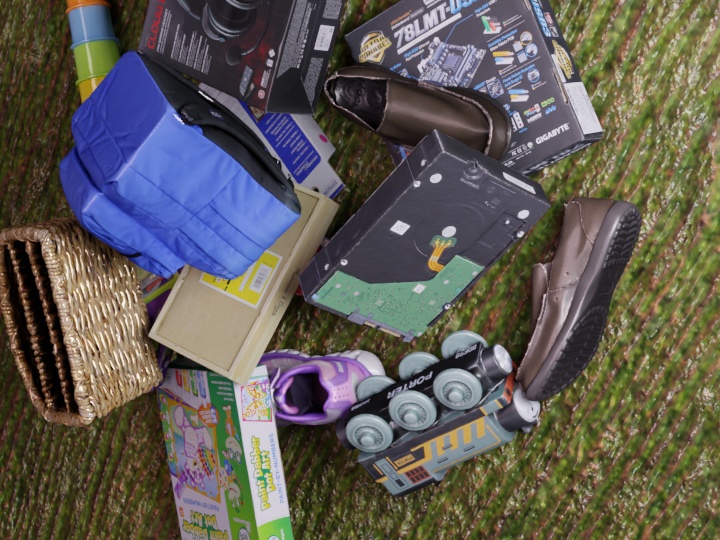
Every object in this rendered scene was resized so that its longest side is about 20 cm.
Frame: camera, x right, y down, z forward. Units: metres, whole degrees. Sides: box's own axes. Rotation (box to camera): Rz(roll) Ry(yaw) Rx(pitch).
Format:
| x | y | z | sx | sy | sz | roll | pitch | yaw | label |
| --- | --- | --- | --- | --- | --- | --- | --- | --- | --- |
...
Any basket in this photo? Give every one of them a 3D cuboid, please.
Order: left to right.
| x | y | z | sx | sy | sz | roll | pitch | yaw | label |
| --- | --- | --- | --- | --- | --- | --- | --- | --- | --- |
| -0.309 | 0.049 | 1.563 | 0.142 | 0.149 | 0.202 | -8 | 99 | 25 | basket |

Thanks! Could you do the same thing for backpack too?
| x | y | z | sx | sy | sz | roll | pitch | yaw | label |
| --- | --- | --- | --- | --- | --- | --- | --- | --- | --- |
| -0.169 | -0.083 | 1.461 | 0.168 | 0.200 | 0.163 | -45 | 40 | 14 | backpack |

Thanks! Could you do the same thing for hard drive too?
| x | y | z | sx | sy | sz | roll | pitch | yaw | label |
| --- | --- | --- | --- | --- | --- | --- | --- | --- | --- |
| 0.056 | -0.026 | 1.405 | 0.200 | 0.139 | 0.038 | -48 | 39 | 27 | hard drive |

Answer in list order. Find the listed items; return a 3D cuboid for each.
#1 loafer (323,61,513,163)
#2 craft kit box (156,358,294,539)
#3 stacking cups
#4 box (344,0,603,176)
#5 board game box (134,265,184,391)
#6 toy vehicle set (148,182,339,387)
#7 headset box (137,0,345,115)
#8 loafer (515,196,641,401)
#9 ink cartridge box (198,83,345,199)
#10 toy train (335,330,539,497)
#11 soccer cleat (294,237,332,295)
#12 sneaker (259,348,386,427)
| x | y | z | sx | sy | sz | roll | pitch | yaw | label |
| --- | --- | --- | --- | --- | --- | --- | --- | --- | --- |
| 0.046 | -0.138 | 1.420 | 0.199 | 0.071 | 0.074 | 20 | 108 | 32 | loafer |
| -0.143 | 0.194 | 1.612 | 0.200 | 0.048 | 0.199 | -3 | 100 | 59 | craft kit box |
| -0.292 | -0.266 | 1.696 | 0.060 | 0.060 | 0.202 | -10 | 89 | 34 | stacking cups |
| 0.101 | -0.173 | 1.449 | 0.199 | 0.050 | 0.200 | -27 | 80 | 34 | box |
| -0.233 | 0.011 | 1.617 | 0.119 | 0.032 | 0.201 | 24 | 110 | 13 | board game box |
| -0.116 | 0.001 | 1.532 | 0.124 | 0.026 | 0.201 | 24 | 84 | 38 | toy vehicle set |
| -0.116 | -0.248 | 1.456 | 0.199 | 0.077 | 0.150 | 28 | 108 | 33 | headset box |
| 0.187 | 0.022 | 1.409 | 0.071 | 0.073 | 0.201 | 29 | 102 | 32 | loafer |
| -0.091 | -0.134 | 1.591 | 0.095 | 0.037 | 0.201 | -45 | 69 | 30 | ink cartridge box |
| 0.074 | 0.138 | 1.479 | 0.199 | 0.085 | 0.114 | -29 | 115 | 28 | toy train |
| 0.000 | 0.000 | 1.526 | 0.199 | 0.085 | 0.069 | -15 | 44 | 42 | soccer cleat |
| -0.072 | 0.124 | 1.579 | 0.199 | 0.088 | 0.081 | -9 | 94 | 37 | sneaker |
